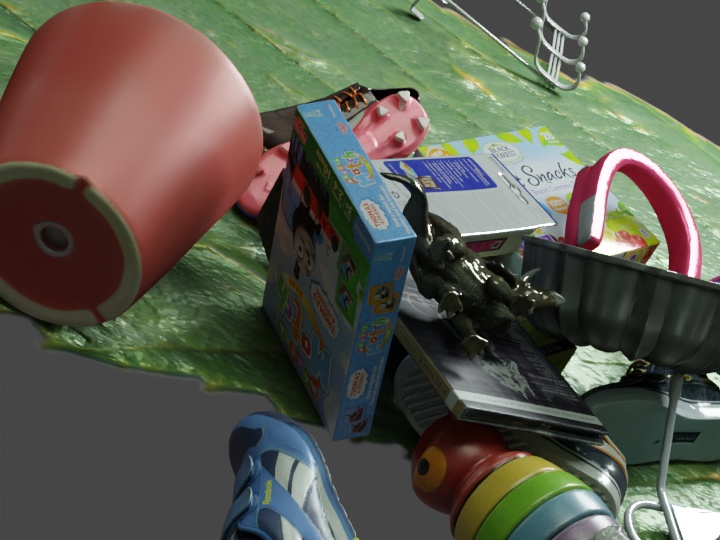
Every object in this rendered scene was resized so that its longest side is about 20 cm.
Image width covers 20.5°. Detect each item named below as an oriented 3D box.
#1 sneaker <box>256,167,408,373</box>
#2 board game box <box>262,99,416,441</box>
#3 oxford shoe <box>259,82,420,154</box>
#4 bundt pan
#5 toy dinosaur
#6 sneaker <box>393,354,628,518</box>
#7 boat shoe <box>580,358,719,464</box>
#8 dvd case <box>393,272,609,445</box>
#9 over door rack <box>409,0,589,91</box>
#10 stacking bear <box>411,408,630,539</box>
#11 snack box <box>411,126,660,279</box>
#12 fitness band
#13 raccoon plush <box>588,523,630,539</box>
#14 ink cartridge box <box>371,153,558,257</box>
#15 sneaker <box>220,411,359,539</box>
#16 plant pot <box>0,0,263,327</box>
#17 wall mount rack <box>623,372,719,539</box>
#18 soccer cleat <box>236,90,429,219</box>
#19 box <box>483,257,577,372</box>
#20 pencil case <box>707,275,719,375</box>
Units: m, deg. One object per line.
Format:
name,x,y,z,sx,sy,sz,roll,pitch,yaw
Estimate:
sneaker,0.000,0.000,1.611,0.200,0.080,0.086,50,29,10
board game box,-0.020,0.002,1.458,0.036,0.201,0.152,-10,46,-22
oxford shoe,-0.027,-0.137,1.769,0.199,0.073,0.071,-10,49,-47
bundt pan,0.217,0.032,1.582,0.200,0.077,0.202,14,1,0
toy dinosaur,0.066,0.001,1.453,0.199,0.077,0.102,36,7,-24
sneaker,0.117,0.122,1.523,0.199,0.079,0.079,37,32,2
boat shoe,0.232,0.108,1.653,0.199,0.071,0.091,10,35,-41
dvd case,0.084,0.057,1.495,0.148,0.016,0.200,13,27,-38
over door rack,0.159,-0.286,2.144,0.199,0.067,0.148,27,31,-6
stacking bear,0.109,0.179,1.412,0.113,0.122,0.200,-1,36,-45
snack box,0.149,-0.045,1.792,0.199,0.068,0.169,-11,51,-49
fitness band,0.242,-0.018,1.753,0.143,0.037,0.201,39,43,-23
raccoon plush,0.064,0.217,1.241,0.134,0.201,0.097,28,7,-45
ink cartridge box,0.074,-0.053,1.650,0.199,0.037,0.095,-9,51,-49
sneaker,-0.059,0.165,1.315,0.081,0.075,0.200,-5,35,-21
plant pot,-0.191,-0.068,1.440,0.199,0.201,0.178,29,40,-2
wall mount rack,0.300,0.181,1.580,0.198,0.075,0.175,14,43,-27
soccer cleat,-0.025,-0.088,1.702,0.199,0.077,0.067,-31,79,-27
box,0.087,0.020,1.667,0.075,0.050,0.200,-13,52,-49
pencil case,0.355,0.072,1.733,0.199,0.088,0.089,35,23,-38
